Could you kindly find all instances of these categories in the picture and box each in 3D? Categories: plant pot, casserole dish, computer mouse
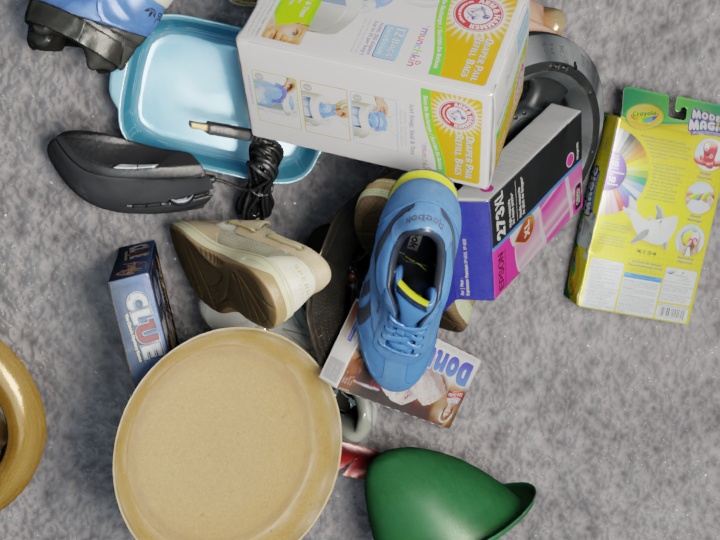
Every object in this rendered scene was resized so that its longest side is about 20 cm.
[{"bbox_3d":[-0.107,0.144,0.993,0.197,0.027,0.204,-4,98,-28],"label":"plant pot"},{"bbox_3d":[-0.114,-0.147,1.057,0.196,0.039,0.123,12,100,-11],"label":"casserole dish"},{"bbox_3d":[-0.159,-0.080,1.012,0.197,0.141,0.047,13,63,-11],"label":"computer mouse"}]

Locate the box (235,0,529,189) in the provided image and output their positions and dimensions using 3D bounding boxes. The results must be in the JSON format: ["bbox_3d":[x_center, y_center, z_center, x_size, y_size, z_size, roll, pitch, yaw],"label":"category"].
[{"bbox_3d":[0.021,-0.155,0.940,0.197,0.102,0.114,15,55,14],"label":"box"}]

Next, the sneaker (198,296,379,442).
[{"bbox_3d":[-0.056,0.076,1.075,0.199,0.100,0.078,34,109,-13],"label":"sneaker"}]

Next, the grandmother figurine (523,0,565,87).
[{"bbox_3d":[0.083,-0.221,1.026,0.198,0.060,0.123,11,103,-36],"label":"grandmother figurine"}]

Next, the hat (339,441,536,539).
[{"bbox_3d":[0.034,0.160,1.092,0.198,0.165,0.178,-26,94,-19],"label":"hat"}]

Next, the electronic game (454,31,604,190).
[{"bbox_3d":[0.133,-0.107,1.070,0.197,0.042,0.203,-18,125,-27],"label":"electronic game"}]

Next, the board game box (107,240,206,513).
[{"bbox_3d":[-0.169,0.088,1.044,0.034,0.136,0.204,-12,104,-4],"label":"board game box"}]

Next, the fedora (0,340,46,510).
[{"bbox_3d":[-0.361,0.120,1.047,0.197,0.082,0.205,-1,100,-4],"label":"fedora"}]

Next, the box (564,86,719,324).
[{"bbox_3d":[0.264,-0.061,1.135,0.115,0.048,0.204,9,102,-11],"label":"box"}]

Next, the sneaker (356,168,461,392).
[{"bbox_3d":[0.031,0.025,0.917,0.065,0.079,0.202,9,128,-1],"label":"sneaker"}]

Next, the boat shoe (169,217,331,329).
[{"bbox_3d":[-0.093,-0.007,1.007,0.064,0.199,0.073,-29,115,-24],"label":"boat shoe"}]

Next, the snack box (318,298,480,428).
[{"bbox_3d":[0.039,0.084,1.071,0.199,0.024,0.073,28,87,-55],"label":"snack box"}]

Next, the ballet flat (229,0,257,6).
[{"bbox_3d":[-0.021,-0.237,1.037,0.196,0.070,0.071,4,101,-7],"label":"ballet flat"}]

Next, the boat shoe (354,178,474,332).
[{"bbox_3d":[0.052,-0.027,1.011,0.071,0.201,0.077,18,70,27],"label":"boat shoe"}]

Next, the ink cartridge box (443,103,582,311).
[{"bbox_3d":[0.120,-0.047,0.999,0.200,0.037,0.096,-40,136,-37],"label":"ink cartridge box"}]

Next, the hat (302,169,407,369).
[{"bbox_3d":[0.000,0.000,1.072,0.199,0.080,0.204,-20,117,-45],"label":"hat"}]

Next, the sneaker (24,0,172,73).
[{"bbox_3d":[-0.255,-0.238,0.987,0.198,0.077,0.112,34,93,-7],"label":"sneaker"}]
